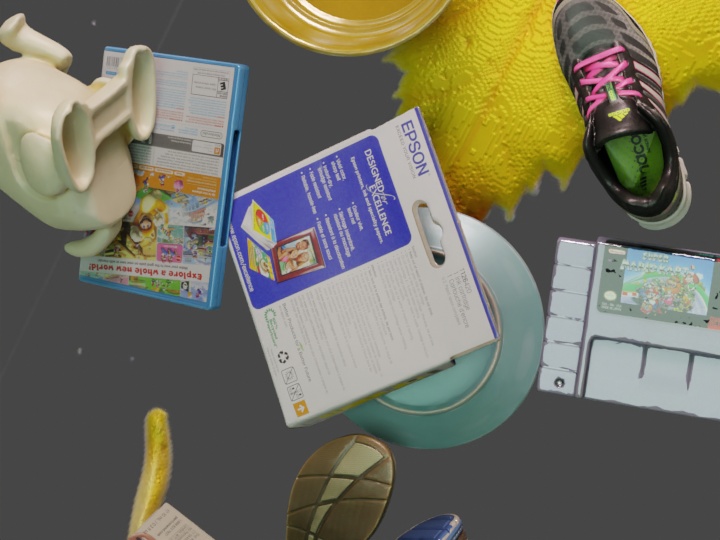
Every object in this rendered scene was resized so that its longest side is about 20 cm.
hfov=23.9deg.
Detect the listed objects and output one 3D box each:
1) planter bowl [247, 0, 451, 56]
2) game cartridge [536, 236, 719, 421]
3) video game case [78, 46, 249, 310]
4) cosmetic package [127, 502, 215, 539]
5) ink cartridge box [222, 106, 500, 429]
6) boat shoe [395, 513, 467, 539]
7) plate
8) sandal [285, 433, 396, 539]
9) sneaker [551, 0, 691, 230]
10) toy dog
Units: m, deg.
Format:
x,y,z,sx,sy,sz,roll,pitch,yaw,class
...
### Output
x,y,z,sx,sy,sz,roll,pitch,yaw,class
0.001,-0.268,1.343,0.200,0.083,0.201,1,94,14,planter bowl
0.244,0.047,1.336,0.199,0.038,0.130,9,101,13,game cartridge
-0.165,-0.078,1.414,0.143,0.018,0.201,11,97,30,video game case
-0.121,0.301,1.404,0.200,0.087,0.104,35,125,9,cosmetic package
0.000,0.000,1.361,0.199,0.047,0.198,-23,78,21,ink cartridge box
0.027,0.283,1.362,0.200,0.072,0.072,-47,106,-24,boat shoe
0.050,0.049,1.388,0.199,0.026,0.201,1,95,15,plate
-0.021,0.217,1.409,0.080,0.054,0.201,24,114,17,sandal
0.199,-0.125,1.304,0.074,0.087,0.201,-20,89,15,sneaker
-0.279,-0.117,1.401,0.199,0.140,0.194,16,137,22,toy dog
